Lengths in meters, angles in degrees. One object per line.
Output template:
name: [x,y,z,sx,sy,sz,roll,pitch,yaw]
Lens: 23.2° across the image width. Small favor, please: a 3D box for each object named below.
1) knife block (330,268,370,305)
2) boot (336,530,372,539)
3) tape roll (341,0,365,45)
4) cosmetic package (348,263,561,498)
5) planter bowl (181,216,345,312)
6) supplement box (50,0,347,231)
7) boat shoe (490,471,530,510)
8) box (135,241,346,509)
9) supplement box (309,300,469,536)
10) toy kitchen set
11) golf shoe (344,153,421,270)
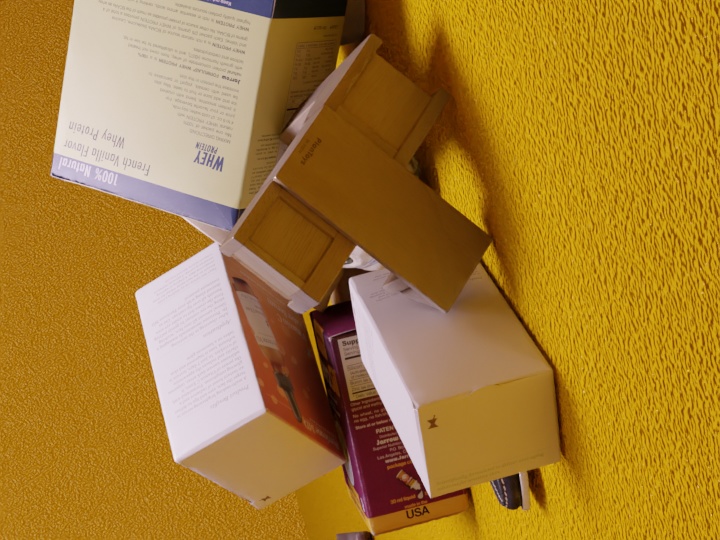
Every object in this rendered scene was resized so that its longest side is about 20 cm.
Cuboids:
knife block: [0.000,0.000,1.785,0.176,0.063,0.201,-114,13,-47]
boot: [0.005,0.482,2.530,0.187,0.064,0.201,120,134,-59]
tape roll: [-0.056,-0.304,1.629,0.202,0.070,0.204,166,90,-82]
cosmetic package: [0.067,0.071,1.316,0.200,0.107,0.085,-115,14,-58]
planter bowl: [-0.080,-0.072,1.684,0.200,0.135,0.200,35,-178,-1]
supplement box: [-0.140,-0.160,1.518,0.134,0.199,0.201,-17,-60,-61]
boat shoe: [0.085,0.111,1.417,0.074,0.060,0.201,90,164,-55]
box: [-0.116,0.102,1.691,0.152,0.106,0.201,40,-154,-51]
supplement box: [0.027,0.134,1.694,0.131,0.102,0.202,-137,34,-77]
toy kitchen set: [-0.006,-0.034,1.366,0.163,0.201,0.180,37,157,-9]
golf shoe: [0.010,-0.043,1.541,0.200,0.096,0.079,101,155,-67]
